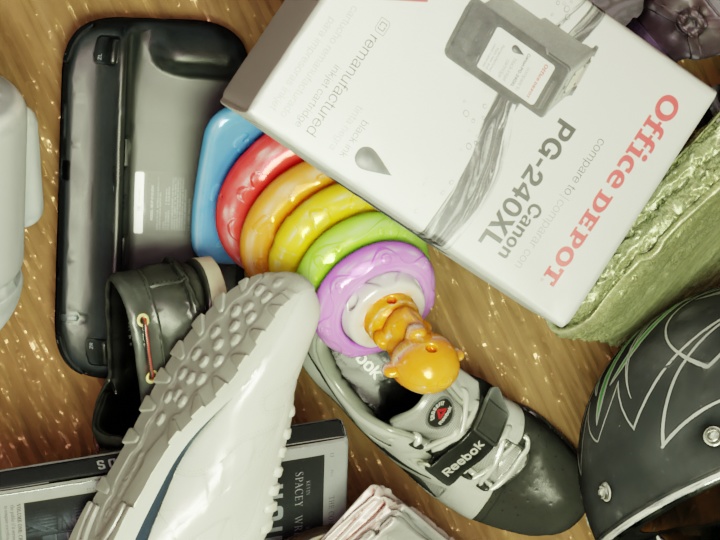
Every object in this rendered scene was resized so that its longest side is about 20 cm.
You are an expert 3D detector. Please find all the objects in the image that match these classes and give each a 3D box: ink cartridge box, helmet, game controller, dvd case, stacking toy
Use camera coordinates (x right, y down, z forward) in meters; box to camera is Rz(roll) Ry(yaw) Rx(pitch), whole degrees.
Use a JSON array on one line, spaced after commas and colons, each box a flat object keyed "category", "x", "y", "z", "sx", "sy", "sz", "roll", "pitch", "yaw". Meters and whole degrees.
[{"category": "ink cartridge box", "x": 0.055, "y": -0.086, "z": 1.456, "sx": 0.200, "sy": 0.083, "sz": 0.145, "roll": 33, "pitch": 90, "yaw": -15}, {"category": "helmet", "x": 0.215, "y": 0.098, "z": 1.559, "sx": 0.191, "sy": 0.200, "sz": 0.200, "roll": 41, "pitch": 93, "yaw": -3}, {"category": "game controller", "x": -0.114, "y": -0.038, "z": 1.608, "sx": 0.104, "sy": 0.042, "sz": 0.201, "roll": 0, "pitch": 98, "yaw": -17}, {"category": "dvd case", "x": -0.106, "y": 0.155, "z": 1.571, "sx": 0.200, "sy": 0.025, "sz": 0.151, "roll": -8, "pitch": 128, "yaw": -12}, {"category": "stacking toy", "x": 0.000, "y": 0.000, "z": 1.521, "sx": 0.116, "sy": 0.200, "sz": 0.110, "roll": -12, "pitch": 132, "yaw": -24}]

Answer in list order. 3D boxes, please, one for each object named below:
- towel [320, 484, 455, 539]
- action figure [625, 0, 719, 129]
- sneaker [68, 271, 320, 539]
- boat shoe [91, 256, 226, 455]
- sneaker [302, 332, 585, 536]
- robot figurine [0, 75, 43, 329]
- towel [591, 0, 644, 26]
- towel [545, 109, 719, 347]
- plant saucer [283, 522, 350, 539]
[{"category": "towel", "x": 0.002, "y": 0.227, "z": 1.586, "sx": 0.191, "sy": 0.032, "sz": 0.200, "roll": -47, "pitch": 137, "yaw": 3}, {"category": "action figure", "x": 0.141, "y": -0.109, "z": 1.550, "sx": 0.200, "sy": 0.069, "sz": 0.130, "roll": -43, "pitch": 92, "yaw": 0}, {"category": "sneaker", "x": -0.071, "y": 0.093, "z": 1.493, "sx": 0.080, "sy": 0.076, "sz": 0.200, "roll": 30, "pitch": 95, "yaw": -22}, {"category": "boat shoe", "x": -0.117, "y": 0.084, "z": 1.577, "sx": 0.063, "sy": 0.074, "sz": 0.202, "roll": -6, "pitch": 124, "yaw": -23}, {"category": "sneaker", "x": 0.044, "y": 0.086, "z": 1.602, "sx": 0.200, "sy": 0.089, "sz": 0.074, "roll": 35, "pitch": 93, "yaw": -8}, {"category": "robot figurine", "x": -0.234, "y": -0.036, "z": 1.547, "sx": 0.169, "sy": 0.113, "sz": 0.200, "roll": -19, "pitch": 125, "yaw": -40}, {"category": "towel", "x": 0.081, "y": -0.150, "z": 1.595, "sx": 0.200, "sy": 0.048, "sz": 0.172, "roll": 21, "pitch": 95, "yaw": -5}, {"category": "towel", "x": 0.188, "y": -0.036, "z": 1.564, "sx": 0.200, "sy": 0.148, "sz": 0.036, "roll": -48, "pitch": 69, "yaw": 12}, {"category": "plant saucer", "x": -0.030, "y": 0.211, "z": 1.593, "sx": 0.200, "sy": 0.032, "sz": 0.201, "roll": -20, "pitch": 131, "yaw": -24}]
